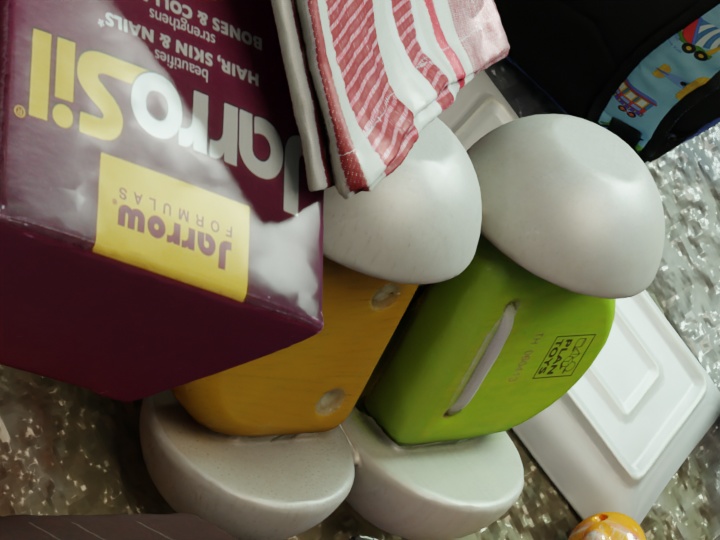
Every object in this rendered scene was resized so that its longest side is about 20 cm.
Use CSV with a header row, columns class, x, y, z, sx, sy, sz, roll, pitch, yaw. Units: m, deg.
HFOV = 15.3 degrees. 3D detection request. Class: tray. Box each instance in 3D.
class,x,y,z,sx,sy,sz,roll,pitch,yaw
tray,0.080,0.010,1.127,0.200,0.022,0.107,53,50,-12

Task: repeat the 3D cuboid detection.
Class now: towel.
class,x,y,z,sx,sy,sz,roll,pitch,yaw
towel,0.007,-0.116,0.871,0.200,0.023,0.145,-49,129,-67

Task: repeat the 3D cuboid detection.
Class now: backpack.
class,x,y,z,sx,sy,sz,roll,pitch,yaw
backpack,0.133,-0.155,1.108,0.183,0.200,0.135,43,53,-18

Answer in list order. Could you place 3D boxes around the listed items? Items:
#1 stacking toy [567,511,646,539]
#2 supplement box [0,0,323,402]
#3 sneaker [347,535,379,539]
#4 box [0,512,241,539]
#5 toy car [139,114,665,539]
class,x,y,z,sx,sy,sz,roll,pitch,yaw
stacking toy,0.074,0.161,1.034,0.110,0.116,0.200,67,29,-26
supplement box,-0.089,-0.077,0.831,0.131,0.103,0.201,19,62,-41
sneaker,0.001,0.129,0.905,0.079,0.200,0.096,-27,110,-34
box,-0.097,0.167,0.735,0.199,0.166,0.165,4,101,-38
toy car,0.000,0.000,0.999,0.199,0.175,0.150,4,36,-37
